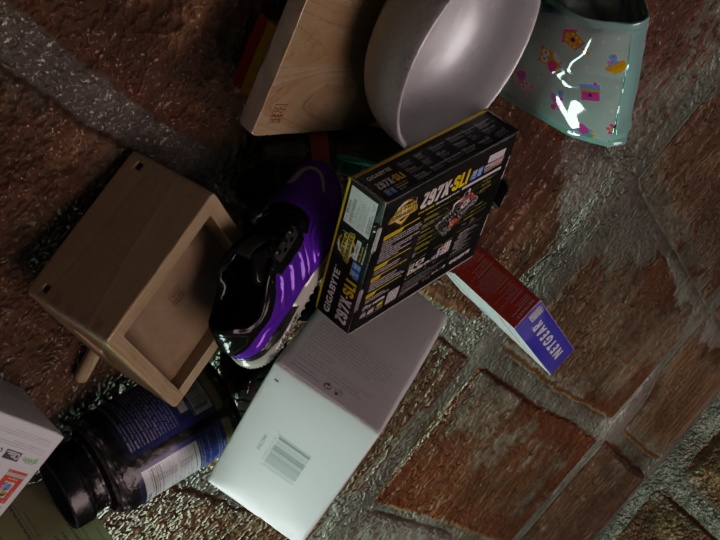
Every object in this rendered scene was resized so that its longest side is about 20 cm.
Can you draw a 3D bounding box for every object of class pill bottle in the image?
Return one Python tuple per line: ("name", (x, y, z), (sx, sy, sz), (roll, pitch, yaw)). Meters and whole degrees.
("pill bottle", (-0.231, 0.181, 1.191), (0.198, 0.112, 0.113), (-28, 144, -28))

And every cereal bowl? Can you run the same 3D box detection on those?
("cereal bowl", (0.071, -0.212, 1.018), (0.200, 0.083, 0.201), (-42, 155, -25))

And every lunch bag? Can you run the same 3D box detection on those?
("lunch bag", (0.221, -0.243, 1.192), (0.121, 0.200, 0.172), (-31, 145, -24))

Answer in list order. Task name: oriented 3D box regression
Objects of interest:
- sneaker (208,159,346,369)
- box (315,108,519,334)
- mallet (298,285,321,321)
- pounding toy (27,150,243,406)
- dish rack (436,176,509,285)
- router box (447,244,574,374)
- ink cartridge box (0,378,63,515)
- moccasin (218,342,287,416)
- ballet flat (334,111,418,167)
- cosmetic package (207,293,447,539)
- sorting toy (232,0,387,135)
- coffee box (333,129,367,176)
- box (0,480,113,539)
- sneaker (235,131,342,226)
("sneaker", (-0.077, -0.015, 1.013), (0.203, 0.069, 0.099), (-67, 155, -9))
("box", (0.054, -0.047, 1.060), (0.199, 0.049, 0.161), (-31, 147, -40))
("mallet", (0.000, 0.000, 1.224), (0.199, 0.042, 0.066), (-30, 154, 24))
("pounding toy", (-0.205, 0.023, 1.052), (0.185, 0.141, 0.201), (-55, 154, -15))
("dish rack", (0.091, -0.032, 1.284), (0.202, 0.054, 0.153), (-59, 165, 4))
("router box", (0.180, 0.035, 1.473), (0.049, 0.179, 0.200), (-46, 150, 0))
("ink cartridge box", (-0.393, 0.168, 0.992), (0.176, 0.084, 0.200), (-51, 149, -2))
("moccasin", (-0.125, 0.094, 1.271), (0.073, 0.078, 0.203), (-15, 142, -20))
("ballet flat", (0.045, -0.119, 1.121), (0.199, 0.067, 0.069), (17, 89, -54))
("cosmetic package", (-0.031, 0.129, 1.156), (0.200, 0.122, 0.201), (-58, 178, 40))
("sorting toy", (-0.022, -0.229, 1.014), (0.199, 0.069, 0.201), (-14, 136, -55))
("coffee box", (0.038, -0.187, 1.178), (0.122, 0.044, 0.202), (5, 121, -55))
("box", (-0.347, 0.319, 1.137), (0.198, 0.176, 0.098), (-7, 131, -48))
("sneaker", (-0.080, -0.055, 1.139), (0.096, 0.071, 0.202), (1, 130, -14))
